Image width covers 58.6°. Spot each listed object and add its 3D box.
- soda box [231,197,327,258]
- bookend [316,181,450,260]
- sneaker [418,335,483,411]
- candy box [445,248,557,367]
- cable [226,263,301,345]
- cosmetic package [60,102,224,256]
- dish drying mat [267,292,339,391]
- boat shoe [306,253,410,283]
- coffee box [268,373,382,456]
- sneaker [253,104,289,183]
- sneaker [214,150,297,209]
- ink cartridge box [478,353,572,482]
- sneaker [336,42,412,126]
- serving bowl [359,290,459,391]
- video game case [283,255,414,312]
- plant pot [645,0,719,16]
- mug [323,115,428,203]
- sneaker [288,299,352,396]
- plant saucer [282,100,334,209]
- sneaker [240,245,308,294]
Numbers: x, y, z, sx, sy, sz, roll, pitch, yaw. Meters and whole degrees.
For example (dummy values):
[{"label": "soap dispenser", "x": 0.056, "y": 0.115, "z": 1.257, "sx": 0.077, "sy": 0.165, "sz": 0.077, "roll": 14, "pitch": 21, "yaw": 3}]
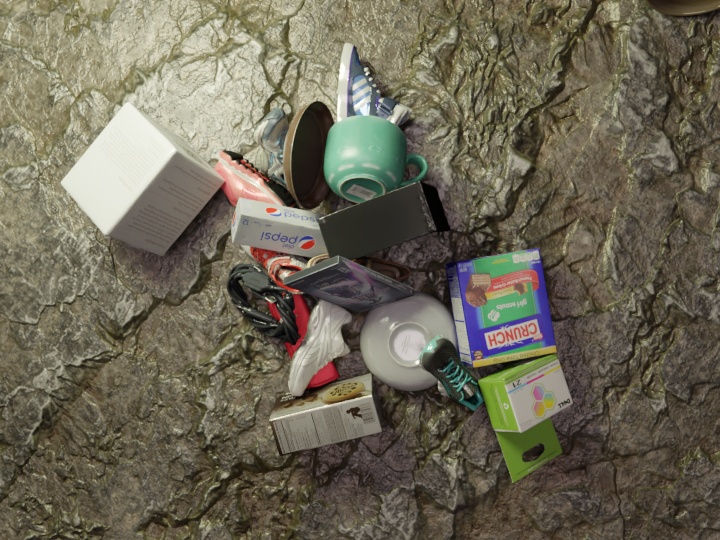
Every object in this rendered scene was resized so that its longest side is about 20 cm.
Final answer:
[{"label": "soda box", "x": -0.140, "y": -0.077, "z": 1.215, "sx": 0.199, "sy": 0.064, "sz": 0.068, "roll": 9, "pitch": 124, "yaw": -21}, {"label": "bookend", "x": 0.050, "y": -0.086, "z": 1.201, "sx": 0.200, "sy": 0.199, "sz": 0.092, "roll": -19, "pitch": 89, "yaw": 15}, {"label": "sneaker", "x": 0.176, "y": 0.192, "z": 1.176, "sx": 0.078, "sy": 0.200, "sz": 0.091, "roll": -46, "pitch": 46, "yaw": -7}, {"label": "candy box", "x": 0.265, "y": 0.071, "z": 1.216, "sx": 0.169, "sy": 0.077, "sz": 0.201, "roll": -10, "pitch": 91, "yaw": -9}, {"label": "cable", "x": -0.184, "y": 0.065, "z": 1.232, "sx": 0.051, "sy": 0.200, "sz": 0.163, "roll": -43, "pitch": 129, "yaw": -29}, {"label": "cosmetic package", "x": -0.406, "y": -0.166, "z": 1.209, "sx": 0.166, "sy": 0.167, "sz": 0.200, "roll": 43, "pitch": 93, "yaw": 23}, {"label": "dish drying mat", "x": -0.116, "y": 0.138, "z": 1.284, "sx": 0.077, "sy": 0.018, "sz": 0.200, "roll": -24, "pitch": 88, "yaw": 3}, {"label": "boat shoe", "x": 0.000, "y": 0.000, "z": 1.210, "sx": 0.199, "sy": 0.072, "sz": 0.072, "roll": 9, "pitch": 73, "yaw": -22}, {"label": "coffee box", "x": -0.064, "y": 0.275, "z": 1.229, "sx": 0.199, "sy": 0.113, "sz": 0.080, "roll": -15, "pitch": 102, "yaw": 4}, {"label": "sneaker", "x": -0.143, "y": -0.231, "z": 1.200, "sx": 0.086, "sy": 0.200, "sz": 0.078, "roll": 38, "pitch": 71, "yaw": 8}, {"label": "sneaker", "x": -0.212, "y": -0.151, "z": 1.276, "sx": 0.200, "sy": 0.074, "sz": 0.087, "roll": 39, "pitch": 108, "yaw": 6}, {"label": "ink cartridge box", "x": 0.324, "y": 0.273, "z": 1.194, "sx": 0.148, "sy": 0.076, "sz": 0.200, "roll": -18, "pitch": 88, "yaw": -31}, {"label": "sneaker", "x": 0.029, "y": -0.337, "z": 1.250, "sx": 0.146, "sy": 0.081, "sz": 0.201, "roll": 3, "pitch": 87, "yaw": -4}, {"label": "serving bowl", "x": 0.096, "y": 0.140, "z": 1.247, "sx": 0.199, "sy": 0.066, "sz": 0.201, "roll": 0, "pitch": 90, "yaw": 3}, {"label": "video game case", "x": -0.019, "y": 0.030, "z": 1.173, "sx": 0.143, "sy": 0.200, "sz": 0.019, "roll": -21, "pitch": 58, "yaw": 39}, {"label": "plant pot", "x": 0.615, "y": -0.599, "z": 1.161, "sx": 0.199, "sy": 0.200, "sz": 0.174, "roll": 3, "pitch": 75, "yaw": 4}, {"label": "mug", "x": 0.023, "y": -0.196, "z": 1.188, "sx": 0.185, "sy": 0.152, "sz": 0.115, "roll": -4, "pitch": 62, "yaw": 17}, {"label": "sneaker", "x": -0.073, "y": 0.157, "z": 1.240, "sx": 0.099, "sy": 0.078, "sz": 0.200, "roll": 23, "pitch": 89, "yaw": -5}, {"label": "plant saucer", "x": -0.096, "y": -0.215, "z": 1.198, "sx": 0.032, "sy": 0.200, "sz": 0.201, "roll": 11, "pitch": 91, "yaw": 19}, {"label": "sneaker", "x": -0.166, "y": -0.025, "z": 1.240, "sx": 0.201, "sy": 0.108, "sz": 0.067, "roll": 36, "pitch": 99, "yaw": 3}]
